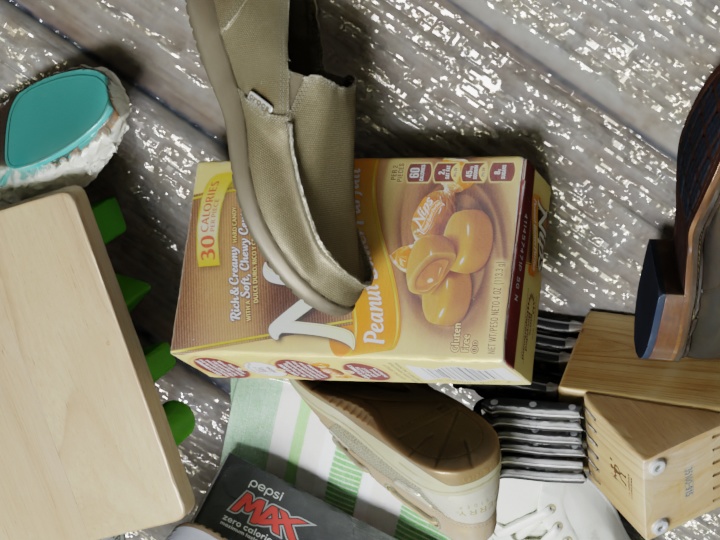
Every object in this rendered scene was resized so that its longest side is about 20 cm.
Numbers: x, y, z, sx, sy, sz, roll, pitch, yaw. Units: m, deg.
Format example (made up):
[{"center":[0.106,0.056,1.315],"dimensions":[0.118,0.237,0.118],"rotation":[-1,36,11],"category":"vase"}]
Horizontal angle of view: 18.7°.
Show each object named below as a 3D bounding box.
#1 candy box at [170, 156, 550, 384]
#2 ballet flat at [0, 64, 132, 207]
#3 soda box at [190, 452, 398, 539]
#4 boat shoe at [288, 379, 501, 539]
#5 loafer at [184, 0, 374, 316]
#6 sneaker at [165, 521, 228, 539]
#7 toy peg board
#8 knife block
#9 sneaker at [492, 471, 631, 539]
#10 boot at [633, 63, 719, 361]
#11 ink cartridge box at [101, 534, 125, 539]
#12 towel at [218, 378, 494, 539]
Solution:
[{"center":[0.000,0.000,1.212],"dimensions":[0.199,0.116,0.055],"rotation":[1,163,22],"category":"candy box"},{"center":[-0.195,-0.068,1.290],"dimensions":[0.199,0.072,0.072],"rotation":[-16,121,36],"category":"ballet flat"},{"center":[-0.017,0.199,1.396],"dimensions":[0.199,0.071,0.063],"rotation":[27,145,0],"category":"soda box"},{"center":[0.015,0.089,1.258],"dimensions":[0.200,0.072,0.065],"rotation":[37,144,48],"category":"boat shoe"},{"center":[-0.033,-0.075,1.153],"dimensions":[0.067,0.076,0.201],"rotation":[-22,88,21],"category":"loafer"},{"center":[-0.130,0.245,1.374],"dimensions":[0.070,0.109,0.200],"rotation":[28,147,6],"category":"sneaker"},{"center":[-0.204,0.060,1.311],"dimensions":[0.198,0.098,0.201],"rotation":[-15,100,22],"category":"toy peg board"},{"center":[0.156,0.063,1.253],"dimensions":[0.199,0.176,0.064],"rotation":[-22,132,-17],"category":"knife block"},{"center":[0.130,0.181,1.323],"dimensions":[0.073,0.085,0.200],"rotation":[-29,120,26],"category":"sneaker"},{"center":[0.211,-0.029,1.147],"dimensions":[0.096,0.075,0.201],"rotation":[7,134,-6],"category":"boot"},{"center":[-0.209,0.171,1.397],"dimensions":[0.160,0.201,0.047],"rotation":[-22,122,36],"category":"ink cartridge box"},{"center":[0.006,0.134,1.394],"dimensions":[0.199,0.023,0.153],"rotation":[18,134,8],"category":"towel"}]
